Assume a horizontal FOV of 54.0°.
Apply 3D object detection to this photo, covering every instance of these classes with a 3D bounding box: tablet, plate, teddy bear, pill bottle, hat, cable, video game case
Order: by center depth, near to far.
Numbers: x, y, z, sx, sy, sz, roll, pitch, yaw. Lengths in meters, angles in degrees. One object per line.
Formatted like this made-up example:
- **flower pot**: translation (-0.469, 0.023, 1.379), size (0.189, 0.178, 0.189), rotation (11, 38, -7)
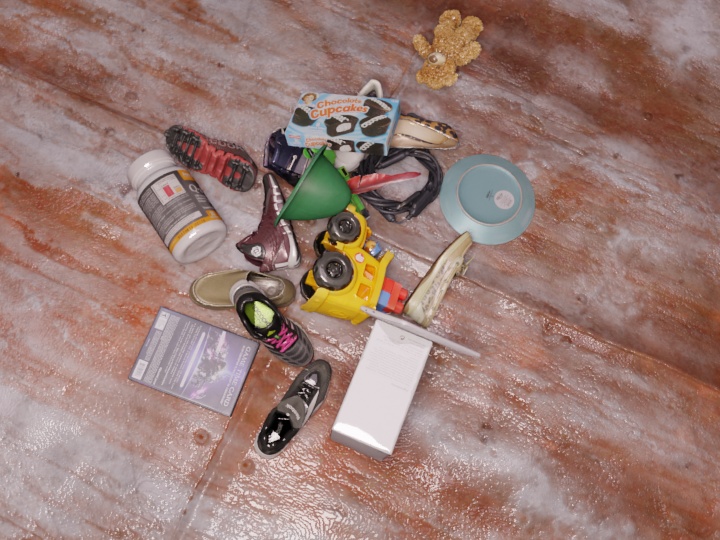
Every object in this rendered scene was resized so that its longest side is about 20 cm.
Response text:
- **tablet**: translation (0.104, 0.108, 1.228), size (0.199, 0.130, 0.014), rotation (26, 85, -36)
- **hat**: translation (-0.032, -0.113, 1.252), size (0.175, 0.200, 0.166), rotation (33, 42, -6)
- **video game case**: translation (-0.301, 0.165, 1.286), size (0.198, 0.019, 0.144), rotation (20, 71, 2)
- **pill bottle**: translation (-0.348, -0.122, 1.329), size (0.116, 0.117, 0.201), rotation (-33, 77, -14)
- **cable**: translation (0.076, -0.184, 1.407), size (0.162, 0.051, 0.200), rotation (32, 58, 13)
- **plate**: translation (0.259, -0.150, 1.426), size (0.198, 0.026, 0.202), rotation (1, 70, -3)
- **teddy bear**: translation (0.188, -0.484, 1.514), size (0.145, 0.067, 0.200), rotation (41, 73, 12)

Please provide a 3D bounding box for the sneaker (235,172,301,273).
- **sneaker**: translation (-0.191, -0.087, 1.352), size (0.114, 0.076, 0.202), rotation (-17, 70, -1)

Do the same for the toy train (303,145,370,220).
- **toy train**: translation (-0.043, -0.170, 1.379), size (0.056, 0.042, 0.201), rotation (-35, 98, -38)

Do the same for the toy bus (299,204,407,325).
- **toy bus**: translation (0.000, 0.000, 1.311), size (0.190, 0.136, 0.202), rotation (20, 68, -11)

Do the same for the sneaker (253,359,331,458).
- **sneaker**: translation (-0.112, 0.240, 1.231), size (0.066, 0.091, 0.201), rotation (37, 73, 3)

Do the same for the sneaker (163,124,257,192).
- **sneaker**: translation (-0.285, -0.223, 1.380), size (0.199, 0.098, 0.071), rotation (28, 111, 0)

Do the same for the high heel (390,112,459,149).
- **high heel**: translation (0.094, -0.261, 1.380), size (0.199, 0.072, 0.142), rotation (-23, 44, -38)

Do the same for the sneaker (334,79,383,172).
- **sneaker**: translation (-0.009, -0.295, 1.419), size (0.074, 0.100, 0.202), rotation (21, 72, 1)

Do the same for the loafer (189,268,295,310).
- **loafer**: translation (-0.220, 0.030, 1.310), size (0.198, 0.068, 0.077), rotation (-3, 71, -5)

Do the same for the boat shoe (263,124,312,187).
- **boat shoe**: translation (-0.130, -0.272, 1.399), size (0.092, 0.074, 0.202), rotation (23, 67, -35)

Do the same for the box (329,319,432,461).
- **box**: translation (0.033, 0.210, 1.220), size (0.106, 0.152, 0.201), rotation (22, 71, 3)

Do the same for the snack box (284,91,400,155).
- **snack box**: translation (-0.032, -0.281, 1.340), size (0.198, 0.037, 0.117), rotation (8, 57, 14)

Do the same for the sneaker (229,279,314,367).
- **sneaker**: translation (-0.156, 0.105, 1.248), size (0.074, 0.087, 0.200), rotation (-40, 107, 1)

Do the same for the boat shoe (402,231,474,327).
- **boat shoe**: translation (0.157, 0.015, 1.343), size (0.062, 0.073, 0.201), rotation (37, 84, 3)
